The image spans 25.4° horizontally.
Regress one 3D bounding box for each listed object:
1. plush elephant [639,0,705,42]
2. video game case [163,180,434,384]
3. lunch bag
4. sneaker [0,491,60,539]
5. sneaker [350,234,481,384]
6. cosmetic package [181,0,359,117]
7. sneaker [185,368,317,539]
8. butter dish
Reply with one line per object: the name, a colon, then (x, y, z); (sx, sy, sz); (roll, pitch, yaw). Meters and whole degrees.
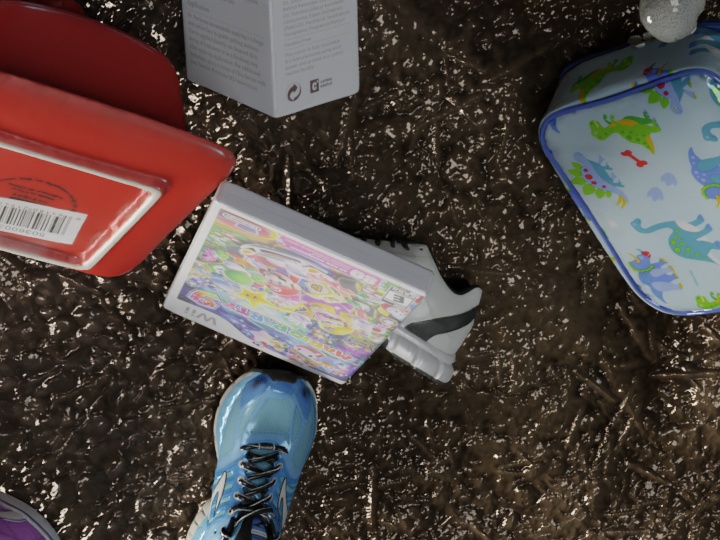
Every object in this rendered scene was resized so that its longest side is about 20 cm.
plush elephant: (0.249, -0.226, 1.015); (0.164, 0.201, 0.154); (-39, 140, 23)
video game case: (-0.047, 0.014, 1.044); (0.142, 0.200, 0.018); (23, 66, -7)
lunch bag: (0.223, -0.067, 1.085); (0.160, 0.083, 0.201); (-15, 122, 39)
sneaker: (-0.282, 0.196, 1.121); (0.073, 0.114, 0.200); (-41, 117, 8)
sneaker: (0.000, 0.000, 1.118); (0.199, 0.074, 0.080); (32, 91, -27)
cosmetic package: (-0.059, -0.207, 0.973); (0.071, 0.101, 0.202); (-21, 122, -34)
sneaker: (-0.073, 0.166, 1.160); (0.077, 0.090, 0.202); (8, 112, -15)
butter dish: (-0.197, -0.103, 0.986); (0.198, 0.149, 0.199); (15, 150, -27)
